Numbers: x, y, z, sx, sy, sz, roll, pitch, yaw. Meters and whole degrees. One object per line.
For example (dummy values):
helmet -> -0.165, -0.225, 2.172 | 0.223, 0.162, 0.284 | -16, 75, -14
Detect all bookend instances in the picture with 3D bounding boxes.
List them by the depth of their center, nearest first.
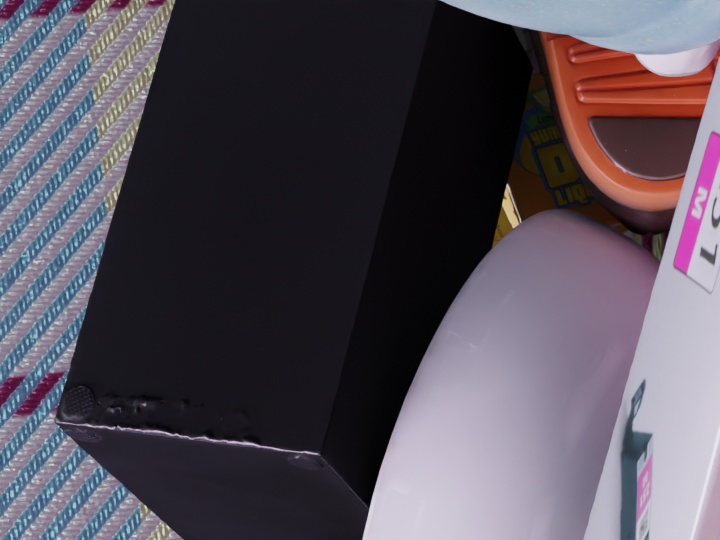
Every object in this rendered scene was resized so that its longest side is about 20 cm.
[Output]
bookend -> 0.000, 0.000, 0.982 | 0.199, 0.092, 0.201 | 52, -132, -60

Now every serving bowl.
serving bowl -> 0.070, 0.085, 0.954 | 0.200, 0.066, 0.201 | -45, -37, -48

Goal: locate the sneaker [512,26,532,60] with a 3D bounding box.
sneaker -> 0.001, -0.072, 1.083 | 0.075, 0.087, 0.200 | 54, 154, 10

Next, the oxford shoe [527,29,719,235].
oxford shoe -> 0.075, -0.107, 0.981 | 0.073, 0.071, 0.201 | 91, 171, -72

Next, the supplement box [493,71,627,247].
supplement box -> 0.035, -0.015, 1.121 | 0.200, 0.066, 0.069 | -43, 66, 60

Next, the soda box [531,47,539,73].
soda box -> 0.049, -0.094, 1.177 | 0.200, 0.070, 0.064 | 96, 166, -56

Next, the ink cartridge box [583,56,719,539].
ink cartridge box -> 0.106, 0.053, 0.738 | 0.174, 0.043, 0.201 | -125, 49, -77

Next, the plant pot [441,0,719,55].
plant pot -> 0.031, -0.161, 0.773 | 0.200, 0.134, 0.201 | -5, 84, 60

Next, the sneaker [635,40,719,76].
sneaker -> 0.076, -0.146, 0.916 | 0.089, 0.074, 0.200 | 97, 166, -52
